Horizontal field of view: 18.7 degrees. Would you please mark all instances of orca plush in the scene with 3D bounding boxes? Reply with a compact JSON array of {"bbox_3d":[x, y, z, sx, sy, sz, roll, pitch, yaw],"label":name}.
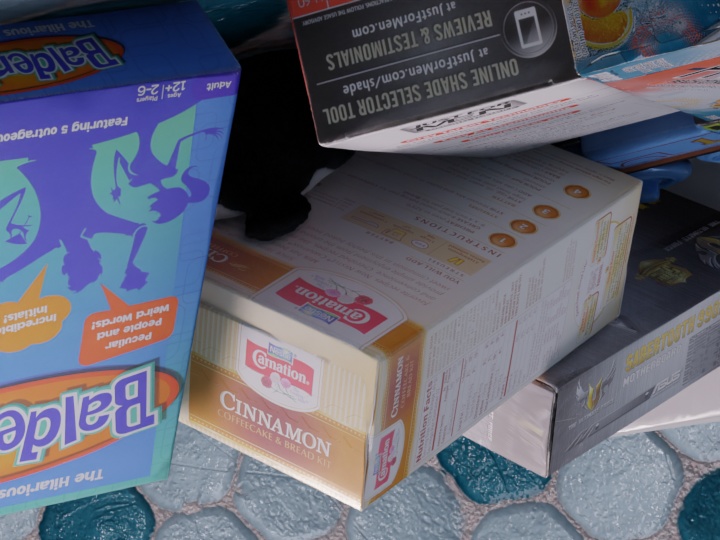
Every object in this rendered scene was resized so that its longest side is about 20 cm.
[{"bbox_3d":[-0.081,-0.064,0.856,0.199,0.071,0.105,-6,-140,-20],"label":"orca plush"}]

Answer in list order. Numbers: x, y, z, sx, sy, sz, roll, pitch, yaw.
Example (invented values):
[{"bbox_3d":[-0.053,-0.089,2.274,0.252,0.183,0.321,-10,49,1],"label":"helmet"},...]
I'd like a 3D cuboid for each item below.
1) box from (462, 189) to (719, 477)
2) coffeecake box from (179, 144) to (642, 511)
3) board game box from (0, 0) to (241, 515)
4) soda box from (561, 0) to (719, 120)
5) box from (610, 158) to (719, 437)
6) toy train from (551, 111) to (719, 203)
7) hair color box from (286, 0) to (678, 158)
[{"bbox_3d":[0.087,0.011,1.036,0.158,0.049,0.200,25,-145,35],"label":"box"},{"bbox_3d":[0.000,0.000,0.915,0.153,0.073,0.200,24,-146,28],"label":"coffeecake box"},{"bbox_3d":[-0.131,0.006,0.772,0.151,0.045,0.201,-11,136,-26],"label":"board game box"},{"bbox_3d":[0.120,-0.096,0.742,0.063,0.069,0.200,-13,176,20],"label":"soda box"},{"bbox_3d":[0.217,-0.026,1.171,0.199,0.200,0.171,-14,176,35],"label":"box"},{"bbox_3d":[0.149,-0.086,0.968,0.199,0.087,0.114,-12,168,37],"label":"toy train"},{"bbox_3d":[0.058,-0.083,0.827,0.101,0.062,0.200,-13,178,19],"label":"hair color box"}]
